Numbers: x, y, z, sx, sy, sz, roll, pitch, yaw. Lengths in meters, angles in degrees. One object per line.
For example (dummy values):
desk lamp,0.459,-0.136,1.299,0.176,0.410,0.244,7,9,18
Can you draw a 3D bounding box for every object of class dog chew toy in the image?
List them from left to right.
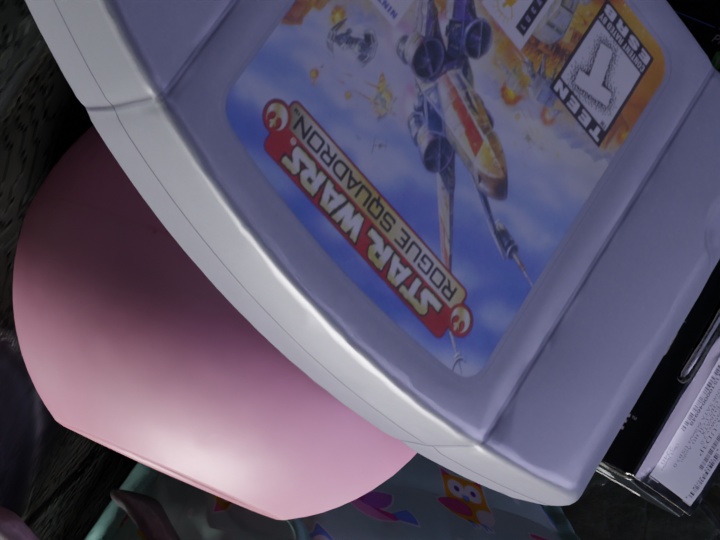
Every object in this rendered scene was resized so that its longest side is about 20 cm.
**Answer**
dog chew toy,-0.011,-0.038,0.593,0.125,0.124,0.201,67,46,-79

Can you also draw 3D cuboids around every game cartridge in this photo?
game cartridge,0.013,-0.042,0.521,0.041,0.200,0.133,-5,-134,49

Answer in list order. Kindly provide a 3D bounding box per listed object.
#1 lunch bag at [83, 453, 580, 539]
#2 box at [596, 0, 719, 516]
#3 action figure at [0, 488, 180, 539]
lunch bag,-0.029,0.147,0.842,0.170,0.122,0.200,15,122,-37
box,0.051,-0.042,0.661,0.159,0.200,0.046,-60,145,-4
action figure,-0.123,0.170,0.692,0.200,0.104,0.194,-5,115,-82
